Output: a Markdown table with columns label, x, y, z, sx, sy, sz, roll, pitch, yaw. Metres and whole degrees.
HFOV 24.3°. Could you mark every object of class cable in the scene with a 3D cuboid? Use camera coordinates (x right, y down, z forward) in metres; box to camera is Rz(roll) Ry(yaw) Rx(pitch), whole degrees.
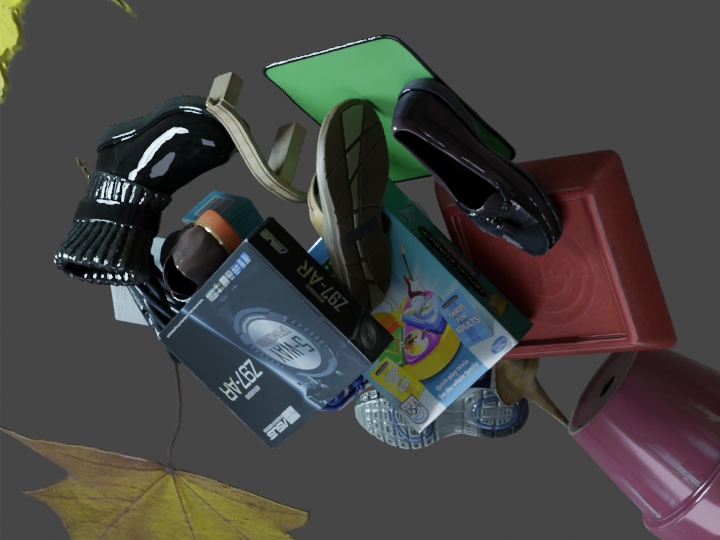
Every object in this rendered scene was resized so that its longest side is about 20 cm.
| label | x | y | z | sx | sy | sz | roll | pitch | yaw |
| --- | --- | --- | --- | --- | --- | --- | --- | --- | --- |
| cable | -0.212 | 0.012 | 1.720 | 0.051 | 0.200 | 0.163 | -27 | 139 | -9 |

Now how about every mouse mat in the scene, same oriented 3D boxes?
| label | x | y | z | sx | sy | sz | roll | pitch | yaw |
| --- | --- | --- | --- | --- | --- | --- | --- | --- | --- |
| mouse mat | 0.026 | -0.141 | 1.502 | 0.161 | 0.008 | 0.200 | -8 | 144 | 39 |

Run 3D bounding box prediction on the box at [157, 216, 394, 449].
| label | x | y | z | sx | sy | sz | roll | pitch | yaw |
| --- | --- | --- | --- | --- | --- | --- | --- | --- | --- |
| box | -0.083 | 0.062 | 1.557 | 0.160 | 0.044 | 0.200 | 45 | 138 | -2 |

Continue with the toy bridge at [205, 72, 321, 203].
| label | x | y | z | sx | sy | sz | roll | pitch | yaw |
| --- | --- | --- | --- | --- | --- | --- | --- | --- | --- |
| toy bridge | -0.071 | -0.106 | 1.557 | 0.027 | 0.067 | 0.200 | -12 | 143 | 44 |

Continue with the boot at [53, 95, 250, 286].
| label | x | y | z | sx | sy | sz | roll | pitch | yaw |
| --- | --- | --- | --- | --- | --- | --- | --- | --- | --- |
| boot | -0.198 | -0.069 | 1.592 | 0.079 | 0.158 | 0.211 | 34 | 149 | -32 |

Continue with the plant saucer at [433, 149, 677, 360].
| label | x | y | z | sx | sy | sz | roll | pitch | yaw |
| --- | --- | --- | --- | --- | --- | --- | --- | --- | --- |
| plant saucer | 0.171 | -0.002 | 1.544 | 0.199 | 0.037 | 0.200 | -6 | 114 | 37 |

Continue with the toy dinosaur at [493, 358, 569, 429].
| label | x | y | z | sx | sy | sz | roll | pitch | yaw |
| --- | --- | --- | --- | --- | --- | --- | --- | --- | --- |
| toy dinosaur | 0.170 | 0.103 | 1.797 | 0.058 | 0.101 | 0.200 | -6 | 147 | 38 |

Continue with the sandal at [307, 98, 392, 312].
| label | x | y | z | sx | sy | sz | roll | pitch | yaw |
| --- | --- | --- | --- | --- | --- | --- | --- | --- | --- |
| sandal | -0.015 | -0.056 | 1.511 | 0.054 | 0.080 | 0.201 | 16 | 121 | 42 |

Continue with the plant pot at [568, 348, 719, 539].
| label | x | y | z | sx | sy | sz | roll | pitch | yaw |
| --- | --- | --- | --- | --- | --- | --- | --- | --- | --- |
| plant pot | 0.327 | 0.171 | 1.768 | 0.179 | 0.200 | 0.200 | 35 | 152 | -5 |

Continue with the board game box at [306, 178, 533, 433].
| label | x | y | z | sx | sy | sz | roll | pitch | yaw |
| --- | --- | --- | --- | --- | --- | --- | --- | --- | --- |
| board game box | 0.039 | 0.033 | 1.583 | 0.200 | 0.047 | 0.151 | 45 | 122 | 2 |

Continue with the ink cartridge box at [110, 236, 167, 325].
| label | x | y | z | sx | sy | sz | roll | pitch | yaw |
| --- | --- | --- | --- | --- | --- | --- | --- | --- | --- |
| ink cartridge box | -0.185 | 0.024 | 1.911 | 0.199 | 0.057 | 0.163 | 7 | 154 | -2 |

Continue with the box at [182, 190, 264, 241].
| label | x | y | z | sx | sy | sz | roll | pitch | yaw |
| --- | --- | --- | --- | --- | --- | --- | --- | --- | --- |
| box | -0.097 | 0.013 | 1.724 | 0.082 | 0.049 | 0.200 | 16 | 144 | 57 |

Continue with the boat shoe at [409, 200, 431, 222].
| label | x | y | z | sx | sy | sz | roll | pitch | yaw |
| --- | --- | --- | --- | --- | --- | --- | --- | --- | --- |
| boat shoe | 0.000 | 0.000 | 1.680 | 0.071 | 0.072 | 0.200 | -18 | 152 | -35 |

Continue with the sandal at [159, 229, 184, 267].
| label | x | y | z | sx | sy | sz | roll | pitch | yaw |
| --- | --- | --- | --- | --- | --- | --- | --- | --- | --- |
| sandal | -0.120 | 0.008 | 1.804 | 0.199 | 0.075 | 0.045 | 21 | 152 | -5 |

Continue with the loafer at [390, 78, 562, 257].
| label | x | y | z | sx | sy | sz | roll | pitch | yaw |
| --- | --- | --- | --- | --- | --- | --- | --- | --- | --- |
| loafer | 0.096 | -0.076 | 1.457 | 0.200 | 0.063 | 0.072 | 46 | 137 | -19 |

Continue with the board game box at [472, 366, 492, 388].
| label | x | y | z | sx | sy | sz | roll | pitch | yaw |
| --- | --- | --- | --- | --- | --- | --- | --- | --- | --- |
| board game box | 0.028 | 0.105 | 1.843 | 0.200 | 0.035 | 0.135 | 6 | 178 | -40 |

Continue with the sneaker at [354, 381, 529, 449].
| label | x | y | z | sx | sy | sz | roll | pitch | yaw |
| --- | --- | --- | --- | --- | --- | --- | --- | --- | --- |
| sneaker | 0.093 | 0.162 | 1.944 | 0.199 | 0.075 | 0.087 | 1 | -171 | 0 |

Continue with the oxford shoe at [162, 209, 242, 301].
| label | x | y | z | sx | sy | sz | roll | pitch | yaw |
| --- | --- | --- | --- | --- | --- | --- | --- | --- | --- |
| oxford shoe | -0.169 | -0.004 | 1.655 | 0.071 | 0.073 | 0.200 | 46 | 163 | 3 |

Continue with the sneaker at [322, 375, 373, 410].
| label | x | y | z | sx | sy | sz | roll | pitch | yaw |
| --- | --- | --- | --- | --- | --- | --- | --- | --- | --- |
| sneaker | -0.006 | 0.103 | 1.674 | 0.200 | 0.088 | 0.075 | -22 | 117 | 9 |
